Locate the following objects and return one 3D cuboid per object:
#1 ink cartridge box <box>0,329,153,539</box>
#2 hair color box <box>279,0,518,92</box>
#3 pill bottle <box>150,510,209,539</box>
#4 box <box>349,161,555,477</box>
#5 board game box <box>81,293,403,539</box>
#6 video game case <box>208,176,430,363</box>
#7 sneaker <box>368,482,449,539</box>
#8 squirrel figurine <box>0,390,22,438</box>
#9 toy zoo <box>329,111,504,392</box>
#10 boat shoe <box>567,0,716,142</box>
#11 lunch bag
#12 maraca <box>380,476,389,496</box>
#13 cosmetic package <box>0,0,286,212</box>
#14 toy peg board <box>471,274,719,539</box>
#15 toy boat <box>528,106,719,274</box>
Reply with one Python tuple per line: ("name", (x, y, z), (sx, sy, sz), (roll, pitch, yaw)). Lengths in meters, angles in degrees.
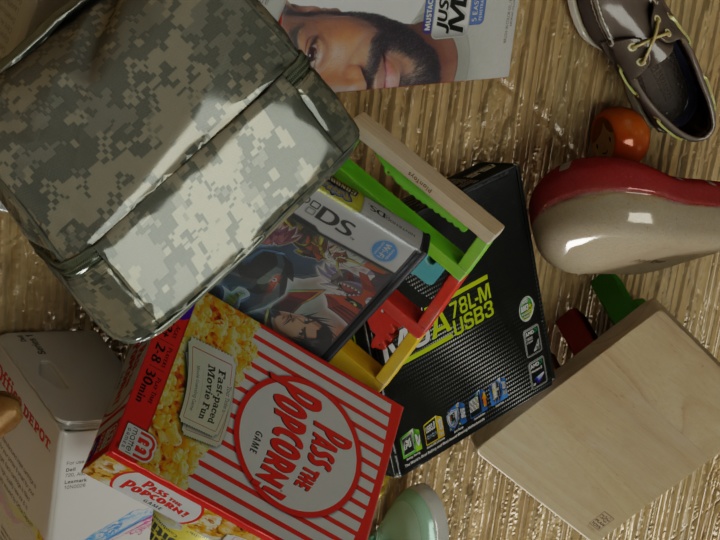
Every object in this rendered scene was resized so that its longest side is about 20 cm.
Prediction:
("ink cartridge box", (-0.216, 0.162, 1.359), (0.084, 0.145, 0.200), (-4, 117, -30))
("hair color box", (0.018, -0.193, 1.355), (0.200, 0.064, 0.111), (-8, 120, -26))
("pill bottle", (-0.120, 0.175, 1.405), (0.112, 0.112, 0.200), (-11, 154, -26))
("box", (0.063, 0.035, 1.457), (0.200, 0.047, 0.193), (-25, 114, -40))
("board game box", (-0.077, 0.116, 1.291), (0.200, 0.152, 0.046), (31, 141, -19))
("video game case", (-0.080, -0.002, 1.314), (0.181, 0.026, 0.200), (31, 126, -15))
("sneaker", (-0.003, 0.273, 1.595), (0.118, 0.074, 0.201), (6, 115, -40))
("squirrel figurine", (-0.360, 0.062, 1.225), (0.200, 0.142, 0.187), (-37, 123, -11))
("toy zoo", (0.000, 0.000, 1.342), (0.200, 0.131, 0.020), (-56, 171, 34))
("boat shoe", (0.230, -0.179, 1.494), (0.072, 0.060, 0.200), (-41, 130, -5))
("lunch bag", (-0.124, -0.085, 1.068), (0.200, 0.139, 0.168), (-42, 112, -7))
("maraca", (-0.019, 0.133, 1.490), (0.200, 0.107, 0.137), (-62, 166, -5))
("cosmetic package", (-0.174, -0.145, 1.198), (0.165, 0.165, 0.200), (13, 109, -35))
("toy peg board", (0.217, 0.112, 1.647), (0.199, 0.098, 0.200), (-39, 131, 13))
("toy boat", (0.218, -0.071, 1.521), (0.200, 0.130, 0.131), (2, 73, -53))
